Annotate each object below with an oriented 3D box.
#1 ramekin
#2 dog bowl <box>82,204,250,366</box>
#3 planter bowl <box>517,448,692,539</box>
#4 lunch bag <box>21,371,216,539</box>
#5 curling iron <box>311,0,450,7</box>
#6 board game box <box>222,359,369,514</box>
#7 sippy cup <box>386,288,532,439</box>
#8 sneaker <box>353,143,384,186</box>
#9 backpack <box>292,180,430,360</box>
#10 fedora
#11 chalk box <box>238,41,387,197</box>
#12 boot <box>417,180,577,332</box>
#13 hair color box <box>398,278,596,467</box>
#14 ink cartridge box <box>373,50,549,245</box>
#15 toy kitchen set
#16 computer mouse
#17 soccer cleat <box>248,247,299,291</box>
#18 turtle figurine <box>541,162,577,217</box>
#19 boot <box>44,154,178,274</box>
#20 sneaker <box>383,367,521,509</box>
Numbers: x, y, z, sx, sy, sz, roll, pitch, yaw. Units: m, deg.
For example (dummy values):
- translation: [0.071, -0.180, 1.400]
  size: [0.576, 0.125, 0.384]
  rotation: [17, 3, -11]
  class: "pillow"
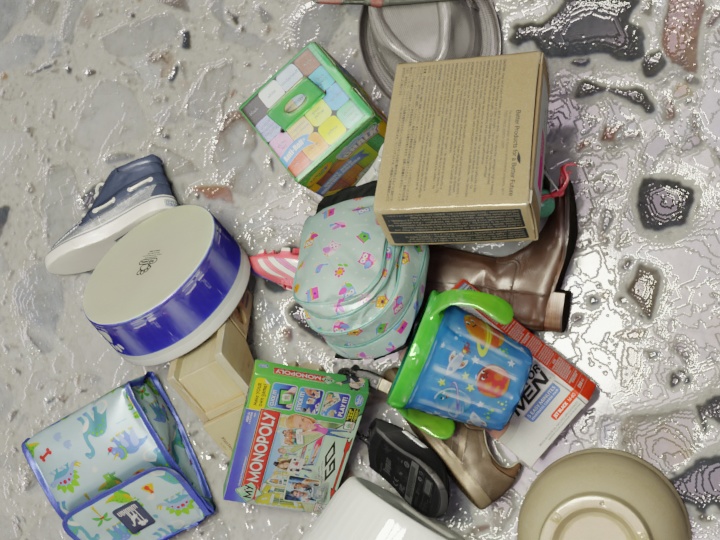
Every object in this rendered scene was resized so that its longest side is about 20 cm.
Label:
- translation: [0.039, 0.319, 1.323]
  size: [0.200, 0.200, 0.098]
  rotation: [31, 86, 16]
  class: "ramekin"
- translation: [-0.239, 0.016, 1.427]
  size: [0.200, 0.079, 0.200]
  rotation: [-24, 36, 19]
  class: "dog bowl"
- translation: [0.265, 0.302, 1.289]
  size: [0.200, 0.135, 0.201]
  rotation: [-1, 84, 15]
  class: "planter bowl"
- translation: [-0.300, 0.257, 1.465]
  size: [0.170, 0.127, 0.200]
  rotation: [-28, 91, 9]
  class: "lunch bag"
- translation: [0.026, -0.334, 1.379]
  size: [0.200, 0.026, 0.050]
  rotation: [10, 82, 24]
  class: "curling iron"
- translation: [-0.079, 0.201, 1.372]
  size: [0.134, 0.029, 0.200]
  rotation: [10, 123, -10]
  class: "board game box"
- translation: [0.112, 0.107, 1.263]
  size: [0.130, 0.178, 0.140]
  rotation: [23, 75, 2]
  class: "sippy cup"
- translation: [0.049, -0.130, 1.388]
  size: [0.078, 0.091, 0.200]
  rotation: [41, 122, -12]
  class: "sneaker"
- translation: [0.000, 0.000, 1.295]
  size: [0.167, 0.127, 0.200]
  rotation: [-16, 46, 30]
  class: "backpack"
- translation: [0.075, -0.296, 1.416]
  size: [0.176, 0.090, 0.200]
  rotation: [-18, 81, 14]
  class: "fedora"
- translation: [-0.048, -0.177, 1.384]
  size: [0.124, 0.200, 0.124]
  rotation: [-40, 76, 9]
  class: "chalk box"
- translation: [0.154, -0.022, 1.390]
  size: [0.199, 0.064, 0.187]
  rotation: [6, 86, 21]
  class: "boot"
- translation: [0.158, 0.118, 1.346]
  size: [0.200, 0.064, 0.111]
  rotation: [39, 112, 9]
  class: "hair color box"
- translation: [0.110, -0.128, 1.225]
  size: [0.164, 0.075, 0.200]
  rotation: [0, 58, 17]
  class: "ink cartridge box"
- translation: [-0.106, 0.121, 1.443]
  size: [0.163, 0.181, 0.200]
  rotation: [-26, 119, 16]
  class: "toy kitchen set"
- translation: [0.044, 0.190, 1.366]
  size: [0.200, 0.046, 0.141]
  rotation: [31, 129, 38]
  class: "computer mouse"
- translation: [-0.048, 0.012, 1.441]
  size: [0.199, 0.067, 0.077]
  rotation: [3, 91, 13]
  class: "soccer cleat"
- translation: [0.164, -0.112, 1.343]
  size: [0.200, 0.101, 0.150]
  rotation: [53, 124, 39]
  class: "turtle figurine"
- translation: [-0.334, -0.072, 1.533]
  size: [0.200, 0.073, 0.091]
  rotation: [-25, 64, 11]
  class: "boot"
- translation: [0.109, 0.186, 1.389]
  size: [0.075, 0.070, 0.200]
  rotation: [-36, 80, -9]
  class: "sneaker"
